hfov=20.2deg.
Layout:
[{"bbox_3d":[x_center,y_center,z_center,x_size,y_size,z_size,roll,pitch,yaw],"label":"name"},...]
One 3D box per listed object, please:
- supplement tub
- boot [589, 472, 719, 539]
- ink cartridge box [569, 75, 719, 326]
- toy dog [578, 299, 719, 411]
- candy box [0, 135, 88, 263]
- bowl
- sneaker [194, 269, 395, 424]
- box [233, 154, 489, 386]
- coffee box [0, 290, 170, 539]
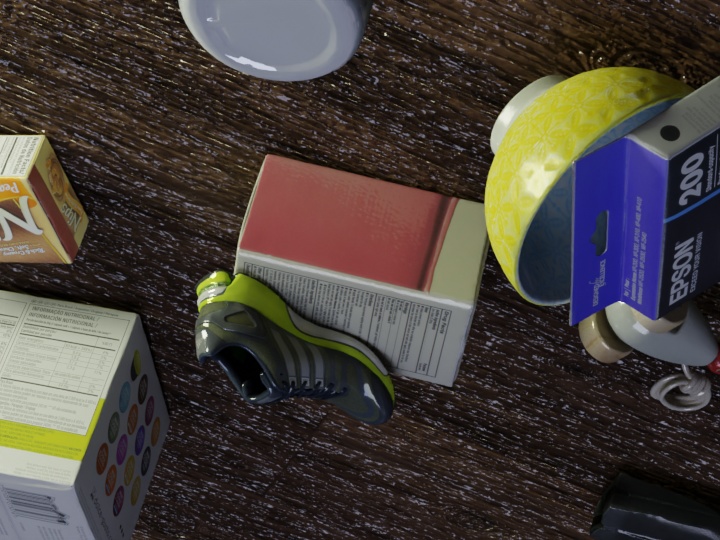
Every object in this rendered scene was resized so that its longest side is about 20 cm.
[{"bbox_3d":[-0.038,-0.232,1.314,0.122,0.200,0.123,9,145,7],"label":"supplement tub"},{"bbox_3d":[0.320,0.279,1.988,0.200,0.066,0.165,13,136,-3],"label":"boot"},{"bbox_3d":[0.243,-0.052,1.485,0.043,0.200,0.198,49,161,33],"label":"ink cartridge box"},{"bbox_3d":[0.269,0.035,1.682,0.132,0.096,0.200,-16,149,32],"label":"toy dog"},{"bbox_3d":[-0.353,-0.062,1.778,0.200,0.055,0.115,1,142,18],"label":"candy box"},{"bbox_3d":[0.160,-0.083,1.505,0.108,0.200,0.200,49,157,29],"label":"bowl"},{"bbox_3d":[-0.059,0.082,1.660,0.200,0.081,0.074,31,143,-21],"label":"sneaker"},{"bbox_3d":[0.000,0.000,1.691,0.200,0.109,0.128,13,145,2],"label":"box"},{"bbox_3d":[-0.316,0.156,1.937,0.200,0.198,0.200,9,145,12],"label":"coffee box"}]
